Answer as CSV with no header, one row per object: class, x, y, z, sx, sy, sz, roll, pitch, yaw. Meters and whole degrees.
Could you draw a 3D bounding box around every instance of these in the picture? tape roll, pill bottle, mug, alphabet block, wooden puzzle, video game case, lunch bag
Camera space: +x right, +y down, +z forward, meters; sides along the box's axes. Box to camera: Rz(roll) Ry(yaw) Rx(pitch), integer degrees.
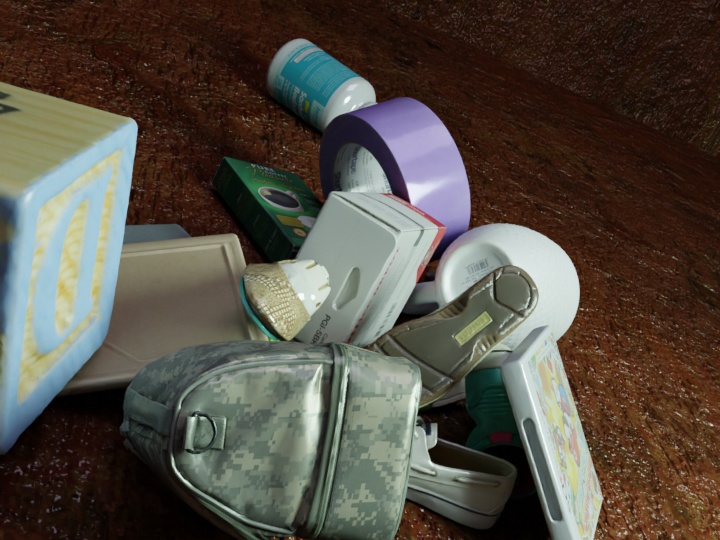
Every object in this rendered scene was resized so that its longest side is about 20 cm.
tape roll,0.037,-0.098,1.223,0.084,0.201,0.200,-20,46,-27
pill bottle,-0.052,-0.283,1.663,0.200,0.111,0.110,38,25,25
mug,0.136,0.023,1.174,0.198,0.149,0.175,-10,-9,23
alphabet block,-0.290,-0.022,0.713,0.198,0.197,0.197,15,21,3
wooden puzzle,-0.182,0.037,0.884,0.183,0.037,0.200,-6,37,-16
video game case,0.178,0.153,0.928,0.200,0.023,0.184,-18,91,-72
lunch bag,-0.073,0.112,0.718,0.166,0.141,0.200,14,-7,-20

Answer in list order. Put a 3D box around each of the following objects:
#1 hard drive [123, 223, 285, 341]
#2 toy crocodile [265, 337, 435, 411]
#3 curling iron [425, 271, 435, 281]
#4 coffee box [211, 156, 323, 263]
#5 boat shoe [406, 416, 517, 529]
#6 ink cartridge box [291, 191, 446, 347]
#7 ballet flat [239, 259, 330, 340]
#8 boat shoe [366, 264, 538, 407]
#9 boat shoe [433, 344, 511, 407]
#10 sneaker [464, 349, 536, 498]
hard drive,-0.174,0.023,0.989,0.200,0.033,0.139,41,26,29
toy crocodile,-0.015,0.100,0.930,0.199,0.067,0.062,13,71,-33
curling iron,0.161,0.056,1.292,0.200,0.026,0.049,39,23,26
coffee box,-0.087,-0.061,1.246,0.122,0.044,0.200,8,30,-42
boat shoe,0.043,0.158,0.895,0.199,0.070,0.071,24,22,-5
ink cartridge box,0.000,0.000,1.039,0.083,0.148,0.200,32,11,13
ballet flat,-0.058,0.014,0.857,0.071,0.065,0.200,59,0,-5
boat shoe,0.070,0.071,0.914,0.199,0.076,0.072,-29,81,-15
boat shoe,0.074,0.108,1.079,0.199,0.073,0.063,3,-10,-35
sneaker,0.146,0.162,0.994,0.083,0.122,0.200,-7,-23,16
